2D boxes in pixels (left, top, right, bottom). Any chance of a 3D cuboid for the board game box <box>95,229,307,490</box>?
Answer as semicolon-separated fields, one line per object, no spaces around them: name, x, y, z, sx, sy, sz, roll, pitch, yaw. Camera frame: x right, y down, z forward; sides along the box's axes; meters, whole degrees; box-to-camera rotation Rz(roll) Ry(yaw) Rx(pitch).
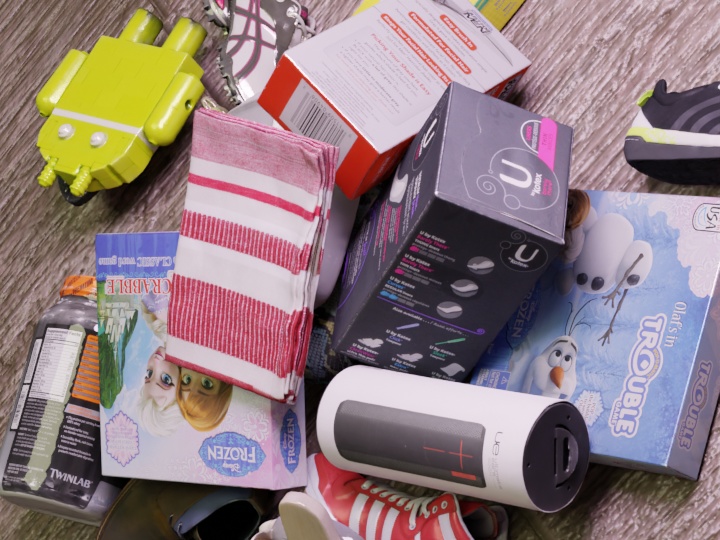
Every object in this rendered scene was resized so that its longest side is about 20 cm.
board game box;-0.128;0.068;1.740;0.200;0.041;0.200;-2;91;42

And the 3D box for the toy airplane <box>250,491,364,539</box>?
toy airplane;-0.011;0.261;1.568;0.200;0.199;0.141;-57;11;29

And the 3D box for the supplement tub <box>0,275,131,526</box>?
supplement tub;-0.237;0.113;1.915;0.122;0.122;0.200;2;71;43

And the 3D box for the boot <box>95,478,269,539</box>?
boot;-0.146;0.202;1.798;0.200;0.075;0.097;-37;21;21

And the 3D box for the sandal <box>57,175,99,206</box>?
sandal;-0.239;-0.137;2.100;0.075;0.048;0.201;-23;43;29

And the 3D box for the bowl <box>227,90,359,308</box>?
bowl;-0.070;-0.067;1.805;0.200;0.075;0.200;-6;71;67

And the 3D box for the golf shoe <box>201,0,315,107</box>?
golf shoe;-0.082;-0.198;1.958;0.088;0.077;0.200;-23;62;13

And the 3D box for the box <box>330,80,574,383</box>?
box;0.068;-0.021;1.635;0.200;0.106;0.122;123;163;-47

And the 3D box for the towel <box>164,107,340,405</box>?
towel;-0.088;-0.012;1.659;0.144;0.023;0.200;17;103;40

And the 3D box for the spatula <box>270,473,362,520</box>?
spatula;-0.069;0.210;1.784;0.200;0.021;0.057;-40;44;21

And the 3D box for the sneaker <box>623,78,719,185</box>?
sneaker;0.270;-0.108;1.585;0.200;0.072;0.083;8;75;45

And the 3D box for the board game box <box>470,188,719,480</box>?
board game box;0.181;0.041;1.616;0.199;0.043;0.200;6;75;44

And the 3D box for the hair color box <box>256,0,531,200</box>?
hair color box;0.028;-0.146;1.711;0.111;0.200;0.064;47;137;12

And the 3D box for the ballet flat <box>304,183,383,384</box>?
ballet flat;0.000;0.000;1.801;0.074;0.074;0.200;3;75;44

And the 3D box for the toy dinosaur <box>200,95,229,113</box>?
toy dinosaur;-0.118;-0.081;1.935;0.047;0.088;0.200;-6;63;4

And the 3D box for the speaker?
speaker;0.067;0.120;1.598;0.200;0.081;0.081;8;76;42

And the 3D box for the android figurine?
android figurine;-0.225;-0.153;2.036;0.182;0.041;0.200;18;68;41

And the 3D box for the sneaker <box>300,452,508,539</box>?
sneaker;0.037;0.183;1.662;0.113;0.071;0.200;-52;52;17

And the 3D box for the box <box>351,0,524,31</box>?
box;0.042;-0.195;1.860;0.200;0.048;0.117;-52;44;13
